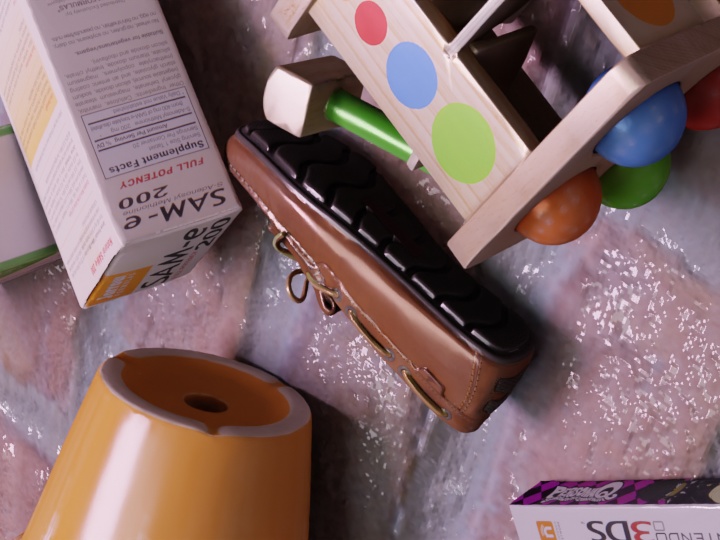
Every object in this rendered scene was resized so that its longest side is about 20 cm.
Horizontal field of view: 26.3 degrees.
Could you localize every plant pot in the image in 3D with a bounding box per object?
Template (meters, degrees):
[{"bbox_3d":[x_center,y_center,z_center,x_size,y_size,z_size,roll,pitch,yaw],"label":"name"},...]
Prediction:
[{"bbox_3d":[-0.109,0.152,0.891,0.199,0.199,0.185,25,108,35],"label":"plant pot"}]

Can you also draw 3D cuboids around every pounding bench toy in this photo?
[{"bbox_3d":[0.057,-0.079,0.661,0.156,0.124,0.200,54,135,11],"label":"pounding bench toy"}]

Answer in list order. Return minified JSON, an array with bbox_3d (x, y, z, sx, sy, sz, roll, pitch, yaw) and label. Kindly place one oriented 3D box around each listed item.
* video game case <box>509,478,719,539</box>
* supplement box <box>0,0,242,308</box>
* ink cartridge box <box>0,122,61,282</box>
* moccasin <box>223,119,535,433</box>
[{"bbox_3d":[0.173,0.196,0.733,0.180,0.036,0.202,-9,102,47],"label":"video game case"},{"bbox_3d":[-0.146,-0.095,0.852,0.201,0.073,0.126,68,156,7],"label":"supplement box"},{"bbox_3d":[-0.255,-0.027,0.970,0.199,0.146,0.085,-17,94,46],"label":"ink cartridge box"},{"bbox_3d":[0.001,-0.001,0.794,0.201,0.074,0.078,42,124,13],"label":"moccasin"}]
